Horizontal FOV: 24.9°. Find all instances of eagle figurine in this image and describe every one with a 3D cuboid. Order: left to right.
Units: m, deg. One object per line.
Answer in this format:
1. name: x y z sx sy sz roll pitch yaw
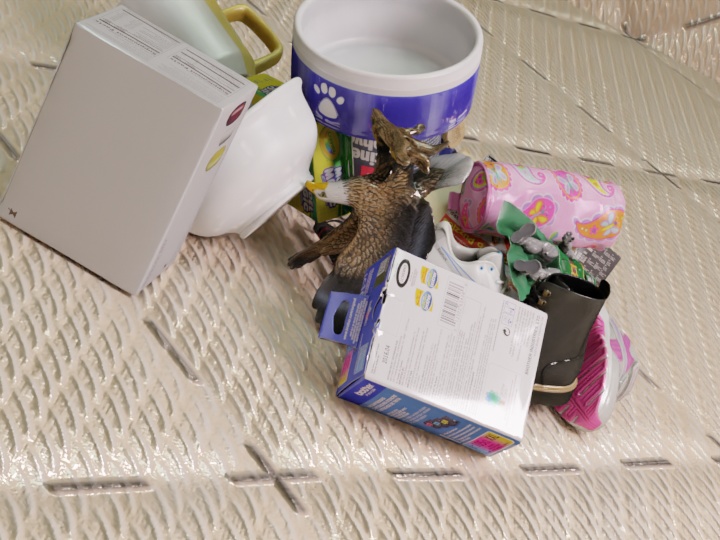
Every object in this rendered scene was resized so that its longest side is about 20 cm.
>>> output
1. eagle figurine: 0.010 -0.053 1.626 0.150 0.202 0.152 24 26 20

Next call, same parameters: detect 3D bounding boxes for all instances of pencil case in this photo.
1. pencil case: 0.202 -0.073 1.856 0.198 0.088 0.088 5 30 -25

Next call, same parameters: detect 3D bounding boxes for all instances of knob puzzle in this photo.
1. knob puzzle: 0.136 -0.016 1.857 0.218 0.030 0.222 14 56 -21

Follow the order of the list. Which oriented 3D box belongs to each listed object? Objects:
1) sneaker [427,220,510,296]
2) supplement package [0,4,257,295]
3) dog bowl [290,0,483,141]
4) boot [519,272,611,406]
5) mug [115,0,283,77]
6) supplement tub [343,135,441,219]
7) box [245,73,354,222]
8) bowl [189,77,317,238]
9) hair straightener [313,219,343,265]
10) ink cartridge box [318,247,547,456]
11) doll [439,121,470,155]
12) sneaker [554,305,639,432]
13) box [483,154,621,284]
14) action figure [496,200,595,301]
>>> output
1. sneaker: 0.136 0.026 1.745 0.200 0.087 0.075 40 18 -10
2. supplement package: -0.213 -0.111 1.494 0.155 0.201 0.111 30 22 4
3. dog bowl: 0.026 -0.220 1.703 0.198 0.079 0.201 4 38 -3
4. boot: 0.141 0.054 1.628 0.198 0.139 0.078 5 32 -23
5. mug: -0.186 -0.257 1.905 0.153 0.186 0.150 47 -10 22
6. supplement tub: 0.025 -0.166 1.862 0.139 0.201 0.141 4 38 -3
7. box: -0.068 -0.130 1.765 0.048 0.119 0.199 -19 29 -29
8. bowl: -0.111 -0.096 1.642 0.091 0.201 0.201 50 22 -3
9. hair straightener: 0.000 0.000 1.744 0.076 0.041 0.200 15 21 -31
10. ink cartridge box: 0.063 0.071 1.515 0.198 0.076 0.138 24 63 -17
11. doll: 0.035 -0.162 2.006 0.198 0.138 0.049 5 35 31
12. sneaker: 0.260 0.109 1.747 0.088 0.081 0.201 44 31 -18
13. box: 0.233 -0.060 2.054 0.157 0.050 0.200 39 5 25
14. action figure: 0.215 -0.002 1.804 0.200 0.054 0.119 22 61 -61
